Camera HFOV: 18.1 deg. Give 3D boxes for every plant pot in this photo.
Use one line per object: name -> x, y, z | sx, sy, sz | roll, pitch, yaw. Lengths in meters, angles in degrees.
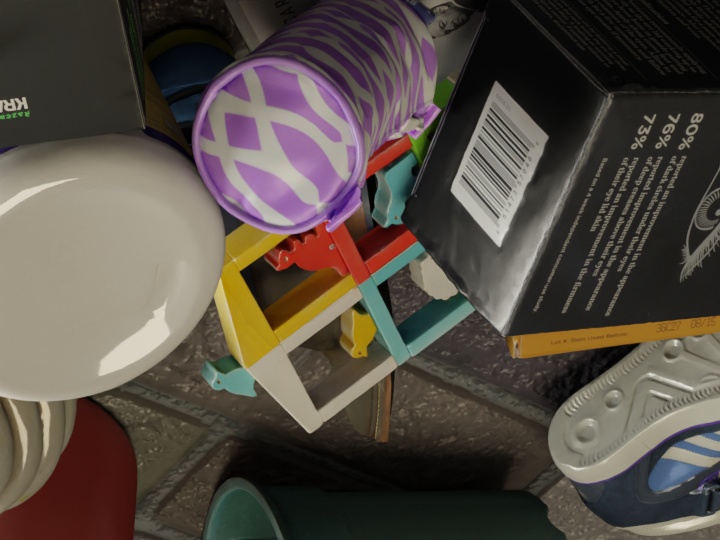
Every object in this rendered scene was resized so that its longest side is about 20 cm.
plant pot -> -0.218, 0.189, 1.299 | 0.199, 0.178, 0.201 | -7, 135, -8
plant pot -> 0.022, 0.219, 1.395 | 0.195, 0.201, 0.201 | -4, 135, -23

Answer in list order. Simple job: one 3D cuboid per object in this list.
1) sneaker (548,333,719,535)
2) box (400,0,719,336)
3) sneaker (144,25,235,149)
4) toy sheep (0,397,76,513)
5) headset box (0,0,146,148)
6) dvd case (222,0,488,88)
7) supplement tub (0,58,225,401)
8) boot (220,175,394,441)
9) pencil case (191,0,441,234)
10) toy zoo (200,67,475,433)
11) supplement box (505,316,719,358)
sneaker -> 0.223, 0.092, 1.398 | 0.199, 0.081, 0.146 | -33, 141, 13
box -> 0.145, -0.059, 1.154 | 0.199, 0.104, 0.149 | -3, 129, -37
sneaker -> -0.121, -0.034, 1.178 | 0.066, 0.079, 0.200 | 16, 129, -30
toy sheep -> -0.214, 0.069, 1.190 | 0.137, 0.200, 0.139 | 6, 117, 13
headset box -> -0.184, -0.137, 0.961 | 0.173, 0.201, 0.093 | -7, 136, 1
dvd case -> 0.035, -0.151, 1.140 | 0.199, 0.025, 0.151 | -21, 135, 7
supplement tub -> -0.157, -0.054, 1.045 | 0.144, 0.200, 0.146 | -15, 135, -15
boot -> -0.032, 0.016, 1.263 | 0.096, 0.075, 0.201 | -5, 126, 4
pencil case -> -0.016, -0.076, 1.048 | 0.084, 0.200, 0.086 | -38, 94, 21
toy zoo -> 0.000, 0.000, 1.190 | 0.199, 0.020, 0.132 | -36, 131, -11
supplement box -> 0.178, -0.003, 1.294 | 0.198, 0.069, 0.067 | -8, 135, -9
